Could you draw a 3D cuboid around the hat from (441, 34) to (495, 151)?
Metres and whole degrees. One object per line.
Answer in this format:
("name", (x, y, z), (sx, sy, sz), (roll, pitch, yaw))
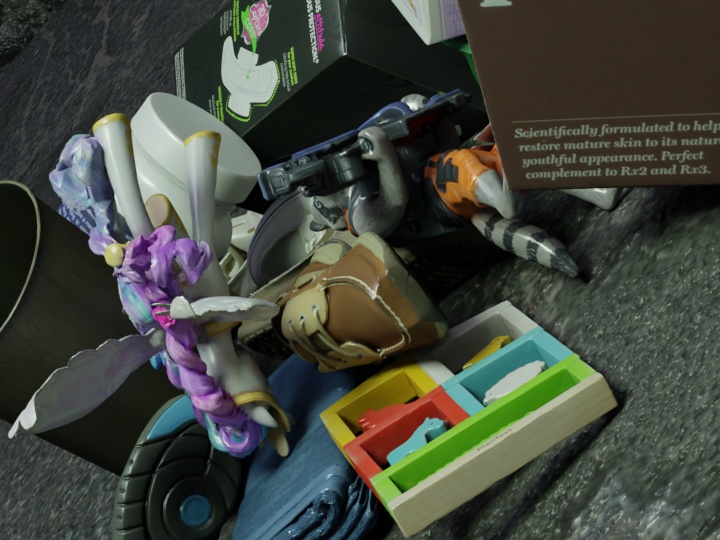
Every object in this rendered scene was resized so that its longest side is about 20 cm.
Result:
("hat", (0.124, -0.115, 1.398), (0.198, 0.177, 0.166), (-2, 37, 11))

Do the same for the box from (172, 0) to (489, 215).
("box", (-0.022, -0.137, 1.523), (0.200, 0.148, 0.125), (-34, 51, 41))

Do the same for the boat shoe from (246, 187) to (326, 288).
("boat shoe", (-0.012, -0.029, 1.483), (0.199, 0.071, 0.070), (-30, 25, 33))

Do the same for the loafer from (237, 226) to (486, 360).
("loafer", (0.000, 0.000, 1.373), (0.199, 0.076, 0.068), (-26, 53, 31))

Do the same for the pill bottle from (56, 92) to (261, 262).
("pill bottle", (-0.160, -0.016, 1.456), (0.201, 0.115, 0.116), (-54, 17, 19))

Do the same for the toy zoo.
("toy zoo", (0.051, 0.073, 1.153), (0.131, 0.021, 0.200), (-31, 18, -6))

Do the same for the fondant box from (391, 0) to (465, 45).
("fondant box", (0.071, -0.232, 1.365), (0.143, 0.059, 0.200), (-17, 36, -11))

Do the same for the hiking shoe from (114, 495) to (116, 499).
("hiking shoe", (-0.122, 0.114, 1.485), (0.086, 0.074, 0.201), (-36, 33, 18))

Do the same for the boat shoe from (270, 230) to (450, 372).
("boat shoe", (-0.006, 0.029, 1.224), (0.074, 0.076, 0.200), (-41, 6, -10))

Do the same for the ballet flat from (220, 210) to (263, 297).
("ballet flat", (-0.102, 0.000, 1.638), (0.201, 0.062, 0.067), (-52, 19, -1))

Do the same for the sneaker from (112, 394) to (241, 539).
("sneaker", (-0.127, 0.174, 1.300), (0.082, 0.073, 0.202), (166, 119, -77))

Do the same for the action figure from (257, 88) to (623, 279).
("action figure", (0.034, -0.041, 1.229), (0.192, 0.106, 0.199), (1, 18, 43))

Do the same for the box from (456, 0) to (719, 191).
("box", (0.156, -0.170, 1.111), (0.164, 0.165, 0.201), (0, 44, 21))

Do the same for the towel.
("towel", (-0.028, 0.116, 1.284), (0.112, 0.048, 0.201), (-42, 22, 25))

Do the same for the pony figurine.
("pony figurine", (-0.112, 0.015, 1.208), (0.166, 0.202, 0.193), (-26, -14, 24))

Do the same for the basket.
("basket", (-0.175, 0.053, 1.344), (0.137, 0.199, 0.180), (-58, 32, -3))
